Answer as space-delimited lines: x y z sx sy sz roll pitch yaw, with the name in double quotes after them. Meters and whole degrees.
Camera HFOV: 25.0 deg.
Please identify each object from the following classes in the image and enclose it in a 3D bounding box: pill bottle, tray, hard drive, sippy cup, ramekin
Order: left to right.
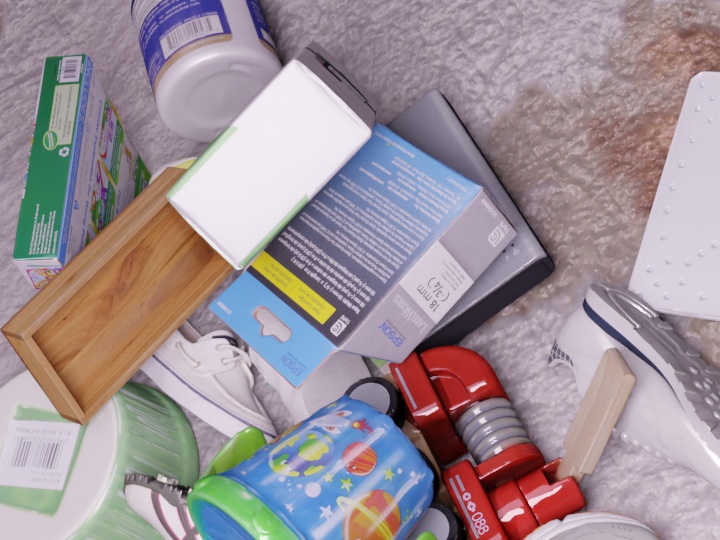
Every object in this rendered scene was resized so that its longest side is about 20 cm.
-0.244 0.172 1.358 0.199 0.098 0.201 -14 59 25 "ramekin"
-0.189 0.018 1.310 0.037 0.099 0.200 11 49 44 "tray"
-0.149 -0.228 1.499 0.119 0.120 0.201 -29 53 15 "pill bottle"
-0.025 0.158 1.083 0.178 0.140 0.130 43 66 14 "sippy cup"
0.053 -0.036 1.306 0.139 0.033 0.200 -36 52 10 "hard drive"

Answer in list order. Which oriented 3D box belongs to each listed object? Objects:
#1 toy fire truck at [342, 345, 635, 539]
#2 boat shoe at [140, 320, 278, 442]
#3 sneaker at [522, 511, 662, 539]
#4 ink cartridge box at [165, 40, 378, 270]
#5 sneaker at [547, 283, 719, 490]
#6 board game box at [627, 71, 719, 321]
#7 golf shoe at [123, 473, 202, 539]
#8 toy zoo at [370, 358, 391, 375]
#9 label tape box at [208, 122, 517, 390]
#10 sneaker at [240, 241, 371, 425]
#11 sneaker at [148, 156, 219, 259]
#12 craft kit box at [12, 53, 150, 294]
0.102 0.118 1.176 0.199 0.129 0.176 -28 53 3 "toy fire truck"
-0.126 0.083 1.357 0.200 0.071 0.070 34 88 45 "boat shoe"
0.114 0.220 1.074 0.199 0.076 0.092 -12 16 -5 "sneaker"
-0.063 -0.096 1.269 0.146 0.084 0.200 -45 7 9 "ink cartridge box"
0.214 0.098 1.151 0.081 0.076 0.200 -56 51 22 "sneaker"
0.314 -0.048 1.186 0.199 0.026 0.201 8 70 34 "board game box"
-0.115 0.213 1.216 0.199 0.077 0.088 23 87 36 "golf shoe"
0.016 -0.015 1.350 0.131 0.020 0.200 -44 52 3 "toy zoo"
0.000 0.000 1.236 0.200 0.063 0.144 -48 41 -4 "label tape box"
-0.050 0.081 1.319 0.088 0.075 0.201 -44 58 44 "sneaker"
-0.092 -0.059 1.418 0.199 0.076 0.106 -16 74 27 "sneaker"
-0.236 -0.049 1.405 0.048 0.198 0.201 -4 60 12 "craft kit box"
